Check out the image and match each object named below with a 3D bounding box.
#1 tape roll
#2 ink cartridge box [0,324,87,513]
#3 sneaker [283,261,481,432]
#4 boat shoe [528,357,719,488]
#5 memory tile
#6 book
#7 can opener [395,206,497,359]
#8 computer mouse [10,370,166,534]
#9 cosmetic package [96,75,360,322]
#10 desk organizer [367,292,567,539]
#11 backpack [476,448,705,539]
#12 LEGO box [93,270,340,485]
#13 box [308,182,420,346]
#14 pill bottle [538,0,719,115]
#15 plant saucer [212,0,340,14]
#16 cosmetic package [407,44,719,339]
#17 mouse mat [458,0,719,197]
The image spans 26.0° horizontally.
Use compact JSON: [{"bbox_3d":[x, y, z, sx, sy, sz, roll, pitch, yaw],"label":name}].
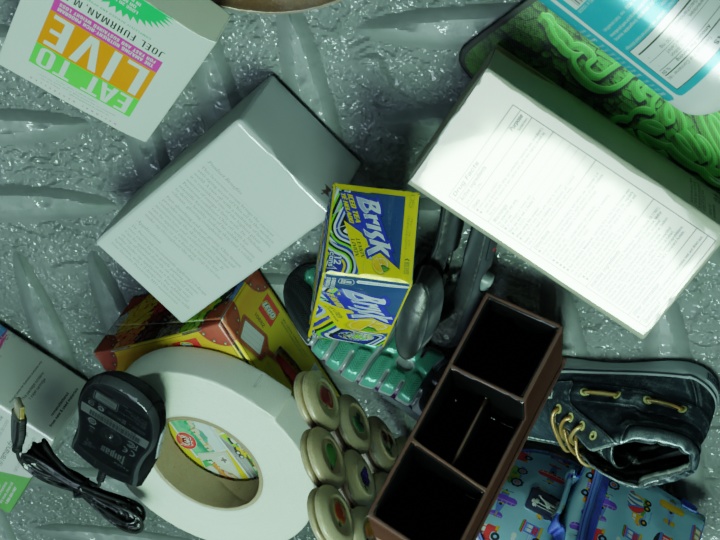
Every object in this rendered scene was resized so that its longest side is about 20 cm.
[{"bbox_3d":[-0.124,0.152,1.317,0.202,0.037,0.203,14,132,16],"label":"tape roll"},{"bbox_3d":[-0.377,0.116,1.480,0.200,0.084,0.145,34,133,-4],"label":"ink cartridge box"},{"bbox_3d":[0.015,0.075,1.278,0.200,0.074,0.088,39,163,8],"label":"sneaker"},{"bbox_3d":[0.176,0.120,1.221,0.200,0.091,0.071,-7,124,30],"label":"boat shoe"},{"bbox_3d":[0.010,0.178,1.261,0.017,0.154,0.200,-22,144,22],"label":"memory tile"},{"bbox_3d":[-0.181,-0.172,1.133,0.133,0.048,0.200,32,155,-10],"label":"book"},{"bbox_3d":[0.078,-0.022,1.174,0.063,0.079,0.201,18,120,0],"label":"can opener"},{"bbox_3d":[-0.224,0.126,1.294,0.140,0.046,0.200,27,139,10],"label":"computer mouse"},{"bbox_3d":[-0.106,-0.052,1.223,0.101,0.071,0.200,45,132,-14],"label":"cosmetic package"},{"bbox_3d":[0.082,0.124,1.175,0.072,0.200,0.077,24,161,16],"label":"desk organizer"},{"bbox_3d":[0.155,0.224,1.258,0.200,0.183,0.135,34,134,1],"label":"backpack"},{"bbox_3d":[-0.111,0.109,1.354,0.149,0.077,0.200,-14,120,33],"label":"LEGO box"},{"bbox_3d":[0.000,0.000,1.148,0.064,0.070,0.200,6,165,-3],"label":"box"},{"bbox_3d":[0.193,-0.171,0.959,0.200,0.111,0.111,37,133,-7],"label":"pill bottle"},{"bbox_3d":[-0.072,-0.247,1.022,0.199,0.035,0.200,6,148,4],"label":"plant saucer"},{"bbox_3d":[0.145,-0.055,1.079,0.200,0.071,0.105,35,114,-4],"label":"cosmetic package"},{"bbox_3d":[0.183,-0.117,1.080,0.200,0.008,0.161,44,132,-15],"label":"mouse mat"}]
